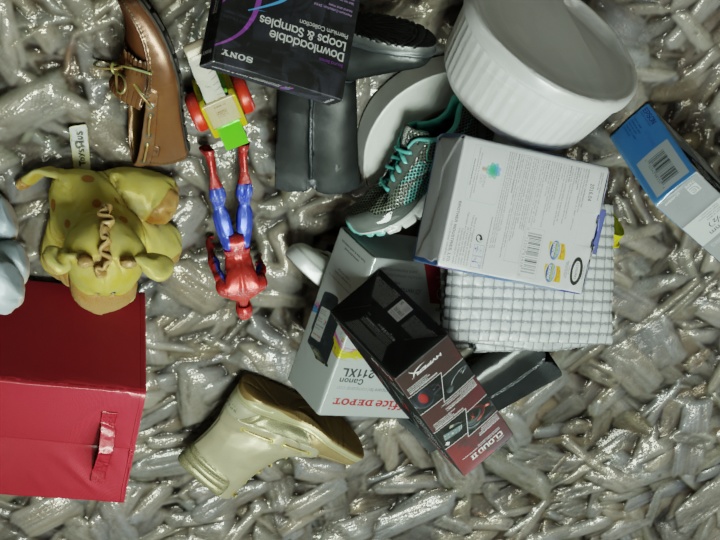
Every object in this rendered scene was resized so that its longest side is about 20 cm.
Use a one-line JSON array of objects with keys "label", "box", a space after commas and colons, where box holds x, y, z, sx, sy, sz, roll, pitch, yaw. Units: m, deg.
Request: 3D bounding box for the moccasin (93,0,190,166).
[{"label": "moccasin", "box": [-0.223, -0.190, 1.515, 0.078, 0.074, 0.202, -17, 141, -15]}]

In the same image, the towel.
[{"label": "towel", "box": [0.175, 0.003, 1.633, 0.199, 0.086, 0.166, 0, 95, -19]}]

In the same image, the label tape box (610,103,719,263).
[{"label": "label tape box", "box": [0.392, -0.086, 1.743, 0.066, 0.143, 0.200, -44, 127, 18]}]

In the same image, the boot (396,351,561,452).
[{"label": "boot", "box": [0.135, 0.131, 1.883, 0.200, 0.066, 0.165, -30, 139, 11]}]

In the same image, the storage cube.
[{"label": "storage cube", "box": [-0.336, 0.130, 1.650, 0.179, 0.200, 0.171, 6, 126, -14]}]

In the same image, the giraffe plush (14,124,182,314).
[{"label": "giraffe plush", "box": [-0.264, -0.027, 1.564, 0.172, 0.162, 0.200, -21, 131, -1]}]

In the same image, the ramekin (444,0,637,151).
[{"label": "ramekin", "box": [0.178, -0.211, 1.549, 0.202, 0.203, 0.094, 13, 133, -26]}]

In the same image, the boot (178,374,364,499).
[{"label": "boot", "box": [-0.110, 0.227, 1.875, 0.200, 0.073, 0.156, 28, 114, -32]}]

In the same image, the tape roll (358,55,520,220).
[{"label": "tape roll", "box": [0.095, -0.145, 1.671, 0.202, 0.037, 0.203, -9, 130, -11]}]

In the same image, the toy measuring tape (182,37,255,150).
[{"label": "toy measuring tape", "box": [-0.151, -0.191, 1.515, 0.073, 0.074, 0.200, -21, 153, -1]}]

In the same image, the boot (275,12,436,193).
[{"label": "boot", "box": [-0.010, -0.167, 1.568, 0.164, 0.066, 0.200, 12, 124, 10]}]

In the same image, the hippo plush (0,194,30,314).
[{"label": "hippo plush", "box": [-0.441, -0.006, 1.519, 0.160, 0.200, 0.160, -22, 109, 10]}]

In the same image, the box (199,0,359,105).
[{"label": "box", "box": [-0.068, -0.273, 1.441, 0.143, 0.036, 0.201, 13, 83, -27]}]

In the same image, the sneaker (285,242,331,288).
[{"label": "sneaker", "box": [0.000, 0.000, 1.745, 0.200, 0.073, 0.085, 30, 97, -38]}]

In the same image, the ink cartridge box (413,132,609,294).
[{"label": "ink cartridge box", "box": [0.168, -0.054, 1.539, 0.199, 0.076, 0.137, 11, 94, -18]}]

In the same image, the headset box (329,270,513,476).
[{"label": "headset box", "box": [0.070, 0.116, 1.601, 0.075, 0.149, 0.200, -39, 130, -5]}]

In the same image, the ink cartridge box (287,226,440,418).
[{"label": "ink cartridge box", "box": [0.023, 0.063, 1.693, 0.145, 0.083, 0.200, 5, 114, -34]}]

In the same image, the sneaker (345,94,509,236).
[{"label": "sneaker", "box": [0.059, -0.118, 1.616, 0.200, 0.078, 0.091, -36, 125, 0]}]

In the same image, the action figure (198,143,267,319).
[{"label": "action figure", "box": [-0.141, -0.047, 1.663, 0.065, 0.099, 0.201, -8, 107, -8]}]

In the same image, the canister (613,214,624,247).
[{"label": "canister", "box": [0.192, -0.012, 1.777, 0.148, 0.087, 0.200, 23, 119, -31]}]
